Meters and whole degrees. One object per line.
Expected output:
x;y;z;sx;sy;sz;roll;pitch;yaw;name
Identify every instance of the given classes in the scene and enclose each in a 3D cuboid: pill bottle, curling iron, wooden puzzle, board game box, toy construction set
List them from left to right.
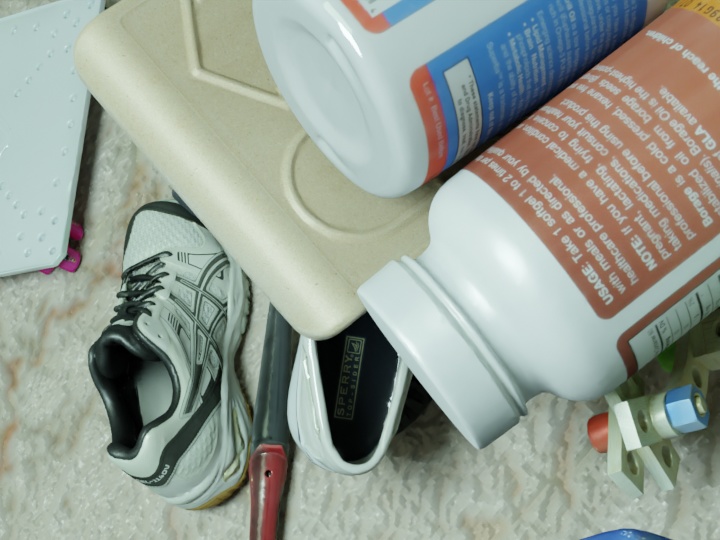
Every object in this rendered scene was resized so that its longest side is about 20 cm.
-0.258;-0.079;1.118;0.200;0.026;0.200;-9;64;31;board game box
-0.057;0.104;0.882;0.026;0.050;0.200;-20;52;51;curling iron
-0.003;-0.087;0.763;0.200;0.046;0.185;-38;77;-17;wooden puzzle
0.063;-0.127;0.701;0.200;0.112;0.112;-33;48;-17;pill bottle
0.102;-0.019;0.679;0.200;0.112;0.112;-37;51;-4;pill bottle
0.197;0.037;0.709;0.200;0.092;0.131;-13;62;18;toy construction set

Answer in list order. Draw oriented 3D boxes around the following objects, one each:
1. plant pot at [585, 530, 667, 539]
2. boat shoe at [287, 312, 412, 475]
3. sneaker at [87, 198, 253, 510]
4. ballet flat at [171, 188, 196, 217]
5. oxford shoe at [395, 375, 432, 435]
0.087;0.227;0.622;0.180;0.200;0.200;-22;58;34;plant pot
0.000;0.000;0.789;0.066;0.072;0.200;-174;93;-77;boat shoe
-0.112;0.033;0.925;0.076;0.088;0.200;-30;54;23;sneaker
-0.051;-0.045;0.902;0.200;0.073;0.073;-25;51;60;ballet flat
0.021;-0.008;0.873;0.084;0.073;0.200;-1;74;66;oxford shoe
